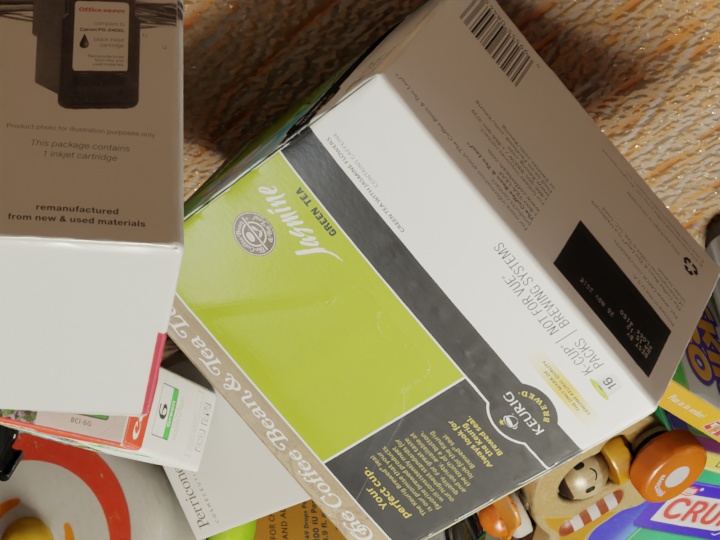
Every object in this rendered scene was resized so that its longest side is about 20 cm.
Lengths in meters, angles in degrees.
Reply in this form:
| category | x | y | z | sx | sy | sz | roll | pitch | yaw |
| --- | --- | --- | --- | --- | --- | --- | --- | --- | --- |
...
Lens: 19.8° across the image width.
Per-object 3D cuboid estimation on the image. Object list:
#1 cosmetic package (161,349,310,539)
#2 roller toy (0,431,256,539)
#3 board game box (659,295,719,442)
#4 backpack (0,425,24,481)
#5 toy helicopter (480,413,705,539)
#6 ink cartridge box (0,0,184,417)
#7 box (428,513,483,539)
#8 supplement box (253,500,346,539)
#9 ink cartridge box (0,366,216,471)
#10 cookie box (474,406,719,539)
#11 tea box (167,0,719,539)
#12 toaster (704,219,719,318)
| category | x | y | z | sx | sy | sz | roll | pitch | yaw |
| --- | --- | --- | --- | --- | --- | --- | --- | --- | --- |
| cosmetic package | -0.020 | 0.069 | 1.195 | 0.200 | 0.108 | 0.085 | -25 | -176 | 23 |
| roller toy | -0.182 | 0.182 | 1.274 | 0.182 | 0.200 | 0.140 | 24 | 172 | 24 |
| board game box | 0.180 | 0.038 | 1.219 | 0.030 | 0.096 | 0.200 | -25 | 145 | 26 |
| backpack | -0.287 | 0.089 | 1.121 | 0.147 | 0.183 | 0.200 | 10 | 142 | 10 |
| toy helicopter | 0.123 | 0.157 | 1.292 | 0.132 | 0.079 | 0.200 | -14 | 138 | -29 |
| ink cartridge box | -0.122 | -0.059 | 0.894 | 0.083 | 0.200 | 0.145 | 3 | 148 | -10 |
| box | 0.056 | 0.216 | 1.428 | 0.048 | 0.159 | 0.200 | -13 | 148 | 8 |
| supplement box | -0.083 | 0.181 | 1.428 | 0.200 | 0.067 | 0.069 | -1 | 148 | -13 |
| ink cartridge box | -0.158 | 0.064 | 1.088 | 0.109 | 0.050 | 0.200 | 11 | 172 | 15 |
| cookie box | 0.207 | 0.170 | 1.427 | 0.171 | 0.075 | 0.200 | 16 | 128 | -34 |
| tea box | 0.029 | 0.002 | 1.003 | 0.197 | 0.134 | 0.200 | -33 | 101 | 35 |
| toaster | 0.280 | 0.049 | 1.228 | 0.113 | 0.129 | 0.200 | -16 | 148 | 15 |
